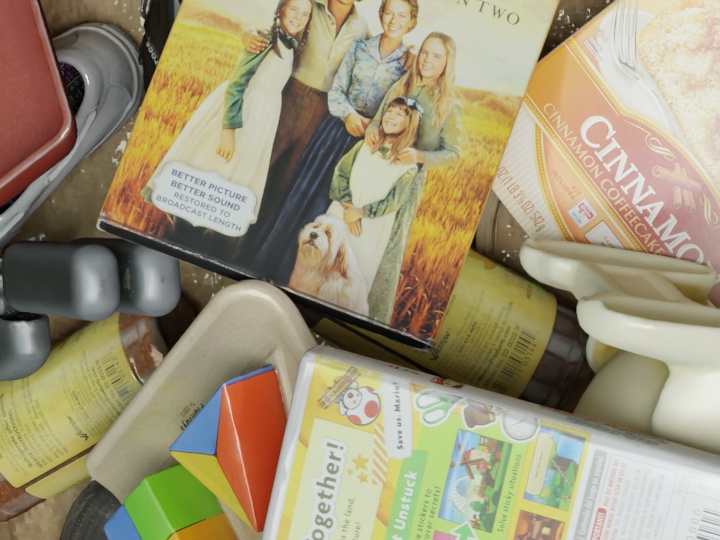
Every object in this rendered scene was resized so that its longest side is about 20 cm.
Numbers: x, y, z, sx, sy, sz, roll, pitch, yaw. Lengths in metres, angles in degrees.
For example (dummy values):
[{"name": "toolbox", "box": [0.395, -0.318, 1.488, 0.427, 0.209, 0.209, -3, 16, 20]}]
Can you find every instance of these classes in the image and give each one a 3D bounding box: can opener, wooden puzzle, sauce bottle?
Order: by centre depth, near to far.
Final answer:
[{"name": "wooden puzzle", "box": [-0.037, 0.128, 1.019, 0.200, 0.046, 0.185, 56, 142, 12]}, {"name": "sauce bottle", "box": [0.000, 0.000, 1.061, 0.200, 0.065, 0.065, 30, 111, -13]}, {"name": "can opener", "box": [-0.130, 0.013, 1.102, 0.053, 0.200, 0.067, -6, 89, -24]}, {"name": "sauce bottle", "box": [-0.158, 0.078, 1.189, 0.200, 0.066, 0.066, -28, 92, 21]}]

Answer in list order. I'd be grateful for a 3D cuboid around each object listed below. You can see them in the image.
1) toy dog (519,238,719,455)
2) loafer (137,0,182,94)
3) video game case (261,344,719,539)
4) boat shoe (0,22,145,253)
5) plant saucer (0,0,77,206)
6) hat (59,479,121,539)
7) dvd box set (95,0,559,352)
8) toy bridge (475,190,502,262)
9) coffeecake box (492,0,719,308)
[{"name": "toy dog", "box": [0.126, 0.103, 0.996, 0.194, 0.140, 0.200, 8, 102, -20]}, {"name": "loafer", "box": [-0.072, -0.111, 1.112, 0.071, 0.073, 0.200, 7, 92, 55]}, {"name": "video game case", "box": [0.045, 0.146, 0.921, 0.182, 0.023, 0.200, 15, 103, 13]}, {"name": "boat shoe", "box": [-0.181, -0.038, 1.168, 0.200, 0.069, 0.072, -34, 90, 22]}, {"name": "plant saucer", "box": [-0.213, -0.079, 1.143, 0.200, 0.037, 0.200, -36, 54, 23]}, {"name": "hat", "box": [-0.069, 0.173, 1.153, 0.201, 0.081, 0.201, 9, 117, 18]}, {"name": "dvd box set", "box": [-0.004, -0.085, 1.013, 0.146, 0.029, 0.200, 22, 81, -3]}, {"name": "toy bridge", "box": [0.029, 0.040, 1.138, 0.067, 0.027, 0.200, 26, 109, 9]}, {"name": "coffeecake box", "box": [0.166, -0.061, 1.045, 0.200, 0.073, 0.154, -38, 88, 21]}]
